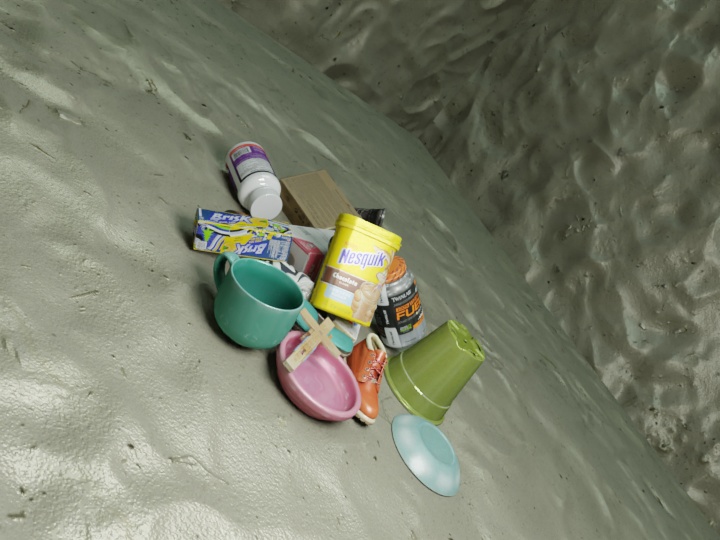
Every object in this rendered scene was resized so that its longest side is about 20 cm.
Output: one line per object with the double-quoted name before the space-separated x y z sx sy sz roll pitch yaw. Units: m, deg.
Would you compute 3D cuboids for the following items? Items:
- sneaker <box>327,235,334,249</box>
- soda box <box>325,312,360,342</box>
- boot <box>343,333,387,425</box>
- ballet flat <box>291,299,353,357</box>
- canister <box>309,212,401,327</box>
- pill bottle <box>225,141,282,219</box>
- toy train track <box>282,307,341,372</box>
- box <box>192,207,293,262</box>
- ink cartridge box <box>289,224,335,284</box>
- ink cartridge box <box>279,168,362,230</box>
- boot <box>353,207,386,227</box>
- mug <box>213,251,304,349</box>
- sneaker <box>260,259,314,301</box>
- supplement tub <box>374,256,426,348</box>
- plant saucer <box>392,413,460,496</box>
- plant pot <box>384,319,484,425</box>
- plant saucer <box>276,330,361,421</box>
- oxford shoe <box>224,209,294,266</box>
"sneaker" 0.000 0.000 1.496 0.087 0.073 0.204 -36 113 -46
"soda box" -0.039 0.113 1.505 0.068 0.064 0.201 40 22 -9
"boot" 0.015 0.217 1.352 0.074 0.107 0.202 32 25 -30
"ballet flat" -0.103 0.122 1.363 0.200 0.067 0.069 42 46 -19
"canister" -0.012 0.001 1.397 0.146 0.204 0.086 21 -5 -19
"pill bottle" -0.262 -0.219 1.640 0.110 0.112 0.202 22 31 -44
"toy train track" -0.101 0.143 1.244 0.115 0.032 0.200 51 26 -2
"box" -0.243 -0.072 1.355 0.196 0.065 0.070 9 25 -20
"ink cartridge box" -0.095 -0.036 1.561 0.197 0.086 0.145 2 29 -44
"ink cartridge box" -0.117 -0.171 1.795 0.163 0.076 0.201 -17 61 -39
"boot" -0.029 -0.169 1.921 0.171 0.071 0.199 25 -16 -20
"mug" -0.197 0.060 1.218 0.150 0.116 0.186 17 26 -31
"sneaker" -0.205 0.015 1.373 0.196 0.081 0.129 -6 31 -39
"supplement tub" 0.085 0.076 1.610 0.123 0.120 0.203 -93 167 -62
"plant saucer" 0.151 0.378 1.399 0.200 0.039 0.202 39 21 -18
"plant pot" 0.188 0.223 1.546 0.199 0.190 0.201 38 21 -17
"plant saucer" -0.087 0.208 1.255 0.199 0.051 0.202 38 21 -17
"oxford shoe" -0.219 -0.073 1.484 0.199 0.072 0.071 39 15 10
